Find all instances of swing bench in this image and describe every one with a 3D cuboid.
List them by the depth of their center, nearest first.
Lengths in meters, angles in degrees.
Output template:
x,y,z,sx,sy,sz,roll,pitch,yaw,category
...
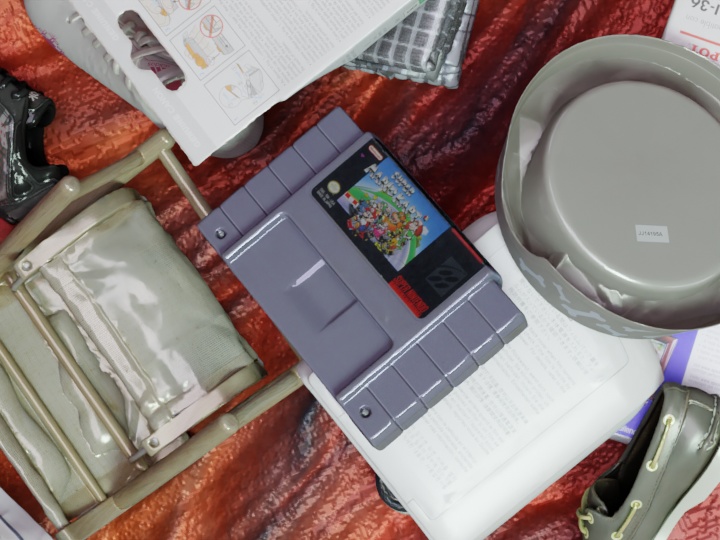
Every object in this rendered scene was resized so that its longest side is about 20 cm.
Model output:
x,y,z,sx,sy,sz,roll,pitch,yaw,category
-0.168,0.048,1.468,0.200,0.130,0.199,-36,88,36,swing bench

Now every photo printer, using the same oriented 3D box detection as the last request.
x,y,z,sx,sy,sz,roll,pitch,yaw,category
0.084,0.065,1.407,0.200,0.069,0.166,-40,93,0,photo printer

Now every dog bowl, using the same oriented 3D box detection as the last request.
x,y,z,sx,sy,sz,roll,pitch,yaw,category
0.176,-0.047,1.375,0.200,0.059,0.201,6,68,-15,dog bowl

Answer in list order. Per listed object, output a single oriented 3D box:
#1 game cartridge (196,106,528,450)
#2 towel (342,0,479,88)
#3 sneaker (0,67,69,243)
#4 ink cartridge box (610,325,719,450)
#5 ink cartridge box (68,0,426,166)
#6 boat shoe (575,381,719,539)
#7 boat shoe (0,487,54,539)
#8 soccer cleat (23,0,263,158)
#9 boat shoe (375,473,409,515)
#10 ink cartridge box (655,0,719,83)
x,y,z,sx,sy,sz,roll,pitch,yaw,category
0.000,0.000,1.373,0.130,0.038,0.200,-42,63,3,game cartridge
0.006,-0.234,1.460,0.165,0.086,0.201,15,95,8,towel
-0.269,-0.123,1.510,0.098,0.071,0.201,-26,91,9,sneaker
0.232,0.029,1.460,0.198,0.043,0.200,18,95,7,ink cartridge box
-0.072,-0.188,1.402,0.200,0.050,0.161,-38,85,4,ink cartridge box
0.180,0.153,1.433,0.060,0.072,0.202,27,123,-7,boat shoe
-0.251,0.196,1.488,0.065,0.074,0.200,-40,50,-18,boat shoe
-0.151,-0.150,1.484,0.200,0.086,0.070,35,96,5,soccer cleat
0.068,0.079,1.476,0.075,0.062,0.200,34,96,6,boat shoe
0.268,-0.175,1.434,0.116,0.067,0.200,19,95,7,ink cartridge box
